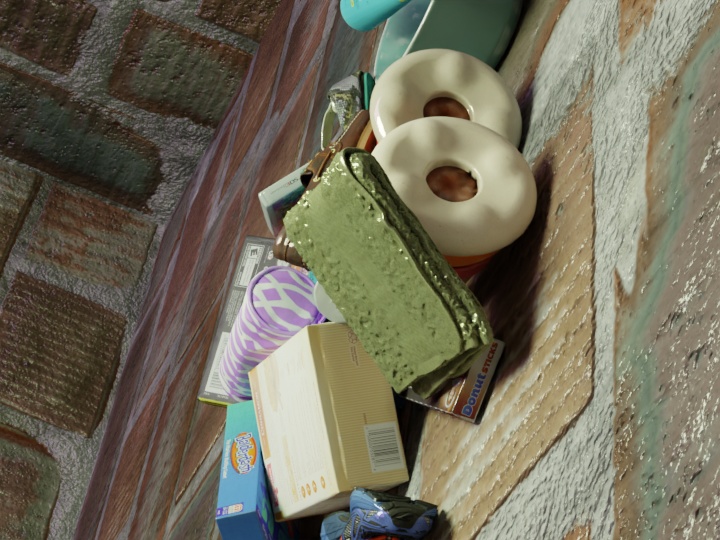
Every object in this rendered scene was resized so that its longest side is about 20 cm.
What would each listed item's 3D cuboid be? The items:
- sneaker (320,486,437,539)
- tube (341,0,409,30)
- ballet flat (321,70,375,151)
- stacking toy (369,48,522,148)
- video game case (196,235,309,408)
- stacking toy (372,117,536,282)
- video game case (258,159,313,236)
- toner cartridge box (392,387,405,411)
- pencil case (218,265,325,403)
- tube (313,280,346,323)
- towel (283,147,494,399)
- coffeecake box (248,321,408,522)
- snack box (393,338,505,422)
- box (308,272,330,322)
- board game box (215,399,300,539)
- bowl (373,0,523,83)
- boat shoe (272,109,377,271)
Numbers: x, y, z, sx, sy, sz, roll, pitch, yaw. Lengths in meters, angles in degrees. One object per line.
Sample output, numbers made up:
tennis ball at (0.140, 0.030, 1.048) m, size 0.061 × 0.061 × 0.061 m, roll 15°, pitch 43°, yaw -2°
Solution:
sneaker at (0.013, 0.234, 1.359) m, size 0.200 × 0.075 × 0.079 m, roll 120°, pitch 159°, yaw -65°
tube at (0.039, -0.299, 1.699) m, size 0.200 × 0.050 × 0.078 m, roll 161°, pitch 123°, yaw -66°
ballet flat at (-0.006, -0.121, 1.734) m, size 0.072 × 0.072 × 0.201 m, roll 126°, pitch 145°, yaw -48°
stacking toy at (0.065, -0.108, 1.592) m, size 0.200 × 0.146 × 0.147 m, roll 113°, pitch 173°, yaw -62°
video game case at (-0.078, 0.066, 1.818) m, size 0.180 × 0.025 × 0.201 m, roll 8°, pitch 74°, yaw 32°
stacking toy at (0.066, -0.023, 1.445) m, size 0.200 × 0.146 × 0.146 m, roll 102°, pitch 180°, yaw -52°
video game case at (-0.031, -0.109, 1.879) m, size 0.182 × 0.024 × 0.200 m, roll -32°, pitch -7°, yaw -5°
toner cartridge box at (0.025, 0.045, 1.615) m, size 0.095 × 0.043 × 0.201 m, roll 146°, pitch 138°, yaw -66°
pencil case at (-0.092, 0.073, 1.675) m, size 0.084 × 0.085 × 0.200 m, roll -51°, pitch -8°, yaw -29°
tube at (0.000, 0.000, 1.534) m, size 0.078 × 0.050 × 0.200 m, roll -64°, pitch -3°, yaw 16°
towel at (0.022, 0.006, 1.338) m, size 0.036 × 0.200 × 0.148 m, roll -34°, pitch -5°, yaw -34°
coffeecake box at (-0.035, 0.144, 1.538) m, size 0.200 × 0.073 × 0.154 m, roll 141°, pitch 120°, yaw -65°
snack box at (0.075, 0.087, 1.424) m, size 0.072 × 0.024 × 0.200 m, roll -67°, pitch 12°, yaw -4°
box at (-0.010, -0.008, 1.744) m, size 0.049 × 0.082 × 0.201 m, roll 127°, pitch 153°, yaw -63°
board game box at (-0.101, 0.247, 1.656) m, size 0.200 × 0.045 × 0.153 m, roll -93°, pitch -11°, yaw -62°
bowl at (0.103, -0.271, 1.744) m, size 0.201 × 0.105 × 0.201 m, roll -158°, pitch 90°, yaw -78°
boat shoe at (-0.027, -0.085, 1.590) m, size 0.071 × 0.070 × 0.200 m, roll 80°, pitch -154°, yaw -47°
